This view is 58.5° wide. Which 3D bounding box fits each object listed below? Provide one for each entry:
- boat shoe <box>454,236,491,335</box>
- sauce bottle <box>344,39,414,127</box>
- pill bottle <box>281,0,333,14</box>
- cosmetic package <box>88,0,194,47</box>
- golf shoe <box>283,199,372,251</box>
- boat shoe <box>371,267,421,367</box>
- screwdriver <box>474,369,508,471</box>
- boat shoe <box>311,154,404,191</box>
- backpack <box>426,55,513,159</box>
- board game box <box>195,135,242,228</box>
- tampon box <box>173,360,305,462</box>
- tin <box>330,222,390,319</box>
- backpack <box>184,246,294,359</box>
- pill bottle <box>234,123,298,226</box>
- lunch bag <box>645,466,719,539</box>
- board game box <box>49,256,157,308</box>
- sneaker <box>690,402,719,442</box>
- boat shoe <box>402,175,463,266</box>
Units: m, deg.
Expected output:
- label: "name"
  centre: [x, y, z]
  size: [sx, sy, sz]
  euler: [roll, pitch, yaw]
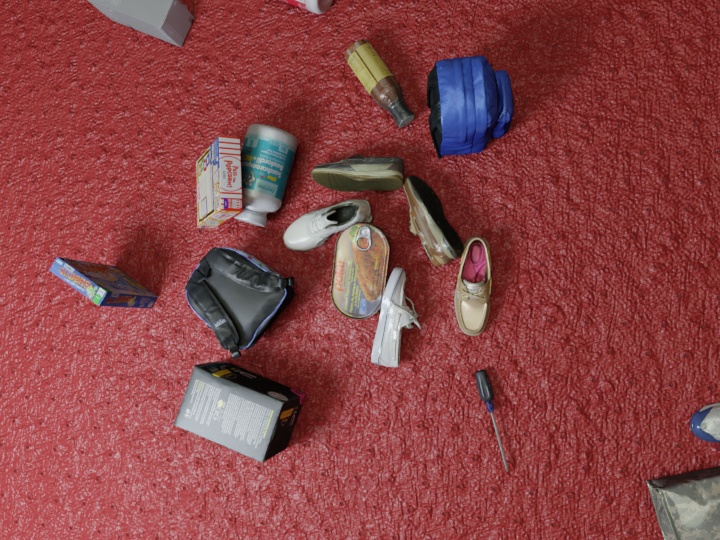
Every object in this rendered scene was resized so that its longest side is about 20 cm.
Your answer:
- label: "boat shoe"
  centre: [0.222, 0.029, 1.271]
  size: [0.074, 0.069, 0.200]
  euler: [1, 85, 11]
- label: "sauce bottle"
  centre: [0.042, -0.389, 1.347]
  size: [0.066, 0.066, 0.200]
  euler: [-32, 81, 7]
- label: "pill bottle"
  centre: [-0.155, -0.638, 1.383]
  size: [0.200, 0.112, 0.112]
  euler: [25, 90, 12]
- label: "cosmetic package"
  centre: [-0.490, -0.590, 1.449]
  size: [0.200, 0.107, 0.090]
  euler: [27, 90, 14]
- label: "golf shoe"
  centre: [-0.077, -0.101, 1.329]
  size: [0.200, 0.097, 0.078]
  euler: [-23, 82, 10]
- label: "boat shoe"
  centre: [0.083, 0.098, 1.291]
  size: [0.086, 0.075, 0.202]
  euler: [13, 90, 13]
- label: "screwdriver"
  centre: [0.262, 0.294, 1.266]
  size: [0.028, 0.029, 0.200]
  euler: [-16, 86, 9]
- label: "boat shoe"
  centre: [-0.003, -0.207, 1.341]
  size: [0.201, 0.072, 0.066]
  euler: [5, 65, 21]
- label: "backpack"
  centre: [0.209, -0.326, 1.239]
  size: [0.168, 0.200, 0.163]
  euler: [-10, 82, 10]
- label: "board game box"
  centre: [-0.297, -0.177, 1.335]
  size: [0.046, 0.200, 0.152]
  euler: [0, 85, -27]
- label: "tampon box"
  centre: [-0.239, 0.279, 1.300]
  size: [0.200, 0.150, 0.126]
  euler: [19, 90, 12]
- label: "tin"
  centre: [0.000, 0.000, 1.309]
  size: [0.112, 0.042, 0.200]
  euler: [8, 104, 4]
- label: "backpack"
  centre: [-0.252, 0.047, 1.324]
  size: [0.190, 0.154, 0.200]
  euler: [39, 87, 4]
- label: "pill bottle"
  centre: [-0.208, -0.198, 1.356]
  size: [0.111, 0.111, 0.200]
  euler: [14, 88, 12]
- label: "lunch bag"
  centre: [0.624, 0.460, 1.131]
  size: [0.164, 0.118, 0.200]
  euler: [-15, 78, 9]
- label: "board game box"
  centre: [-0.535, 0.030, 1.355]
  size: [0.135, 0.200, 0.034]
  euler: [32, 92, 11]
- label: "sneaker"
  centre: [0.702, 0.279, 1.146]
  size: [0.200, 0.088, 0.075]
  euler: [-1, 87, 13]
- label: "boat shoe"
  centre: [0.130, -0.098, 1.299]
  size: [0.074, 0.076, 0.200]
  euler: [-39, 65, 34]
